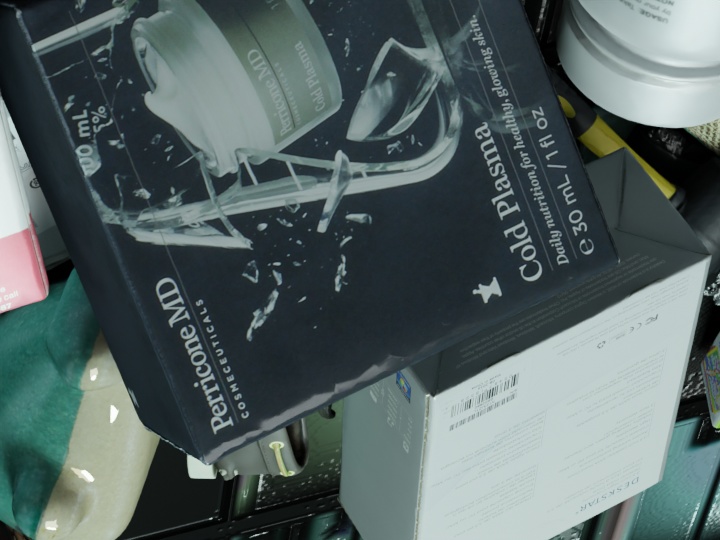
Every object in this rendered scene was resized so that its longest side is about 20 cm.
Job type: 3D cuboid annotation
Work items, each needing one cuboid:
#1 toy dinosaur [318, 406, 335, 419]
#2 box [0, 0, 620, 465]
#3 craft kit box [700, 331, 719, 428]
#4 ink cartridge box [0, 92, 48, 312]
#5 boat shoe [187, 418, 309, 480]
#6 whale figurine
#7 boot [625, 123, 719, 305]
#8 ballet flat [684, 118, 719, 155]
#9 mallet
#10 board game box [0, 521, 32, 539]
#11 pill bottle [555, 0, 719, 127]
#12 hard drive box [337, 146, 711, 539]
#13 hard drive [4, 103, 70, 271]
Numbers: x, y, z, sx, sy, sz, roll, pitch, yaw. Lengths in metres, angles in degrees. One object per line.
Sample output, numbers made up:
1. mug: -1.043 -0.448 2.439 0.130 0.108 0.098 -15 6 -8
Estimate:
1. toy dinosaur: 0.000 0.000 1.423 0.077 0.103 0.200 -27 153 -14
2. box: -0.029 -0.057 1.199 0.196 0.124 0.201 -25 102 -12
3. craft kit box: 0.298 0.029 1.584 0.196 0.049 0.200 -11 163 -7
4. ink cartridge box: -0.219 -0.066 1.160 0.145 0.085 0.201 -18 132 -10
5. boat shoe: -0.049 0.024 1.383 0.060 0.072 0.202 5 137 0
6. whale figurine: -0.138 0.046 1.341 0.103 0.160 0.200 19 157 1
7. boot: 0.121 -0.016 1.491 0.197 0.074 0.163 5 132 -38
8. ballet flat: 0.240 -0.127 1.421 0.200 0.068 0.075 -40 113 11
9. mallet: 0.120 -0.072 1.399 0.066 0.041 0.200 -40 118 6
10. board game box: -0.213 0.119 1.386 0.035 0.136 0.200 -34 145 10
11. pill bottle: 0.152 -0.166 1.287 0.113 0.114 0.201 -11 141 -22
12. hard drive box: 0.074 0.055 1.396 0.155 0.077 0.200 -25 149 -19
13. hard drive: -0.182 -0.038 1.295 0.199 0.038 0.140 -27 144 1
